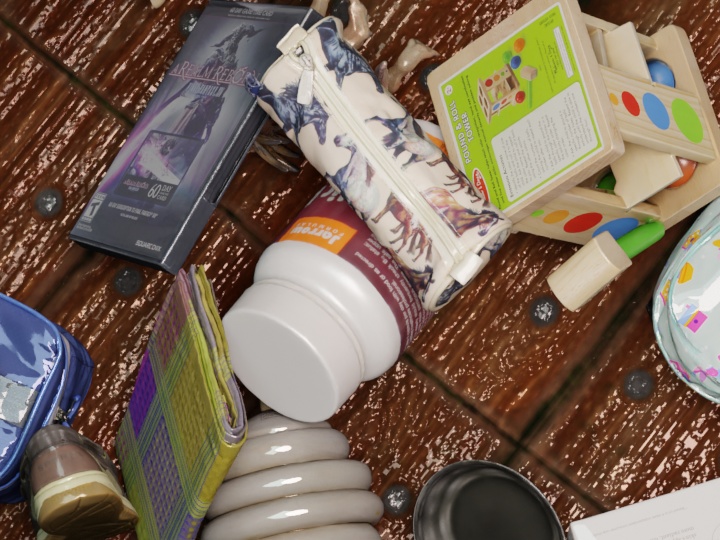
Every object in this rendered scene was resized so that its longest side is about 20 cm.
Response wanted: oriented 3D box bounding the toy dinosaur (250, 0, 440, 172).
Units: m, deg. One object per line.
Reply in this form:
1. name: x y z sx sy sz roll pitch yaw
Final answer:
1. toy dinosaur: -0.030 -0.120 1.683 0.136 0.086 0.200 -59 35 -2

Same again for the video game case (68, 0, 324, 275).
1. video game case: -0.113 -0.095 1.665 0.019 0.143 0.201 35 79 -31

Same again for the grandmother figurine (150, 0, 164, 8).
1. grandmother figurine: -0.056 -0.234 1.725 0.198 0.061 0.122 -12 47 9

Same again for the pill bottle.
1. pill bottle: 0.000 0.000 1.629 0.114 0.114 0.200 33 55 11

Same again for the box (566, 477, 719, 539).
1. box: 0.221 0.250 1.589 0.123 0.098 0.201 -16 72 -3

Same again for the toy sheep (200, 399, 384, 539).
1. toy sheep: -0.047 0.164 1.636 0.137 0.138 0.201 -16 78 4

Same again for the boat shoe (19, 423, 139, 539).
1. boat shoe: -0.189 0.144 1.625 0.073 0.200 0.065 -15 77 -11

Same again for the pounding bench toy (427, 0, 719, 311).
1. pounding bench toy: 0.161 -0.059 1.613 0.124 0.155 0.201 -33 60 35

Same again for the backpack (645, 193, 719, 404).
1. backpack: 0.282 0.000 1.629 0.200 0.127 0.167 -41 81 2

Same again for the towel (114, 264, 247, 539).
1. towel: -0.120 0.109 1.620 0.023 0.201 0.144 -1 51 -24

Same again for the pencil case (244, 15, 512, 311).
1. pencil case: 0.014 -0.068 1.552 0.078 0.089 0.200 -42 77 12

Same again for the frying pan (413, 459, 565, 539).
1. frying pan: 0.114 0.206 1.623 0.190 0.031 0.115 47 124 8

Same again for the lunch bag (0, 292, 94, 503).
1. lunch bag: -0.283 0.074 1.682 0.199 0.132 0.137 22 83 11
